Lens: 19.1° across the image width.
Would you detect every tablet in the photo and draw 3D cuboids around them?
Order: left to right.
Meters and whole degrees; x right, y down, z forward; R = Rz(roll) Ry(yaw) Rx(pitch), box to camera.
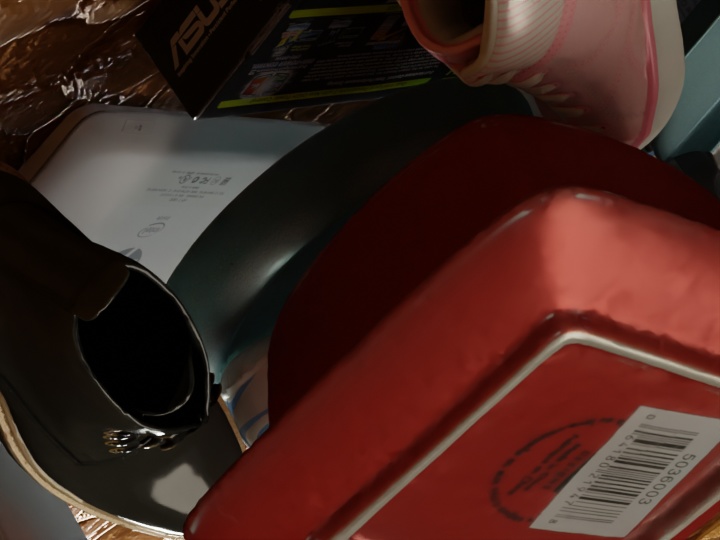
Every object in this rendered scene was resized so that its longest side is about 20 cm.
[{"bbox_3d":[-0.093,-0.019,0.889,0.130,0.014,0.200,-44,160,23],"label":"tablet"}]

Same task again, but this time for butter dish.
[{"bbox_3d":[0.053,0.016,0.750,0.199,0.148,0.200,19,129,-37],"label":"butter dish"}]

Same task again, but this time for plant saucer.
[{"bbox_3d":[0.000,0.000,0.903,0.200,0.027,0.200,-31,155,-17],"label":"plant saucer"},{"bbox_3d":[0.129,-0.062,0.902,0.070,0.019,0.200,3,137,-45],"label":"plant saucer"}]

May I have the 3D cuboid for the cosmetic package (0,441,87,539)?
[{"bbox_3d":[-0.197,0.166,0.841,0.200,0.200,0.123,-35,163,4],"label":"cosmetic package"}]

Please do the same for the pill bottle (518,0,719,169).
[{"bbox_3d":[0.168,-0.103,0.978,0.199,0.114,0.114,-30,163,10],"label":"pill bottle"}]

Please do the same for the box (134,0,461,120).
[{"bbox_3d":[0.035,-0.130,0.788,0.200,0.044,0.160,-12,152,-49],"label":"box"}]

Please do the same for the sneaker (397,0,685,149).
[{"bbox_3d":[0.056,-0.089,0.733,0.104,0.075,0.201,-33,155,-16],"label":"sneaker"}]

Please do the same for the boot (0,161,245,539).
[{"bbox_3d":[-0.076,0.051,0.747,0.078,0.138,0.200,-52,130,-12],"label":"boot"}]

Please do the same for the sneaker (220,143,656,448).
[{"bbox_3d":[0.039,0.016,0.852,0.200,0.073,0.072,-35,-179,3],"label":"sneaker"}]

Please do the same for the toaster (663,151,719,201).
[{"bbox_3d":[0.131,0.043,0.936,0.129,0.114,0.200,-31,154,5],"label":"toaster"}]
